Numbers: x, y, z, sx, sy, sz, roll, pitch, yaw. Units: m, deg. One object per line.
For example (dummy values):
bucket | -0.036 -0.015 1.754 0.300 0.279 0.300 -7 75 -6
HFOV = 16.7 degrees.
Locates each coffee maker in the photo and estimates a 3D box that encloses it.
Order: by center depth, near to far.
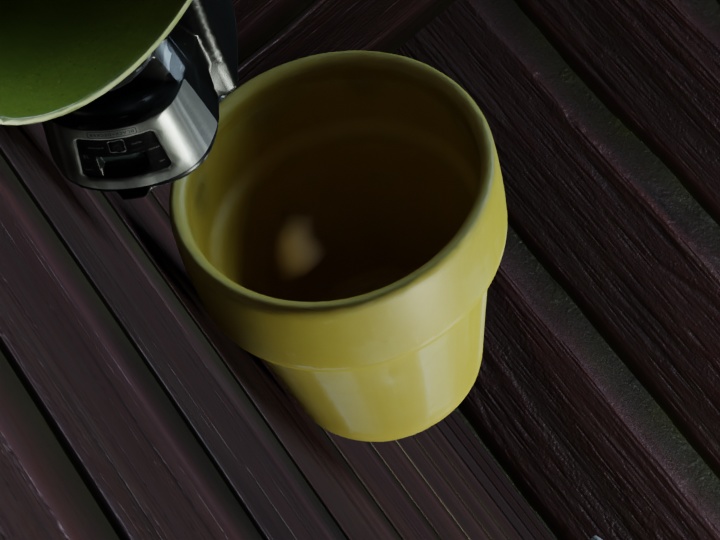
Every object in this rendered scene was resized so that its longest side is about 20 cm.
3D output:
coffee maker | -0.131 -0.166 1.264 0.134 0.193 0.200 16 -21 16

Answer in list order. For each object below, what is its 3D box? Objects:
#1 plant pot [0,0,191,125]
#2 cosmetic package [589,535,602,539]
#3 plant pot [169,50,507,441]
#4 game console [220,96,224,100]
plant pot | -0.187 -0.194 1.086 0.200 0.188 0.187 35 -6 29
cosmetic package | 0.133 0.235 1.112 0.200 0.113 0.081 49 1 -8
plant pot | 0.000 0.000 1.511 0.201 0.200 0.189 52 -12 38
game console | -0.219 -0.187 2.409 0.171 0.119 0.200 10 -28 40
